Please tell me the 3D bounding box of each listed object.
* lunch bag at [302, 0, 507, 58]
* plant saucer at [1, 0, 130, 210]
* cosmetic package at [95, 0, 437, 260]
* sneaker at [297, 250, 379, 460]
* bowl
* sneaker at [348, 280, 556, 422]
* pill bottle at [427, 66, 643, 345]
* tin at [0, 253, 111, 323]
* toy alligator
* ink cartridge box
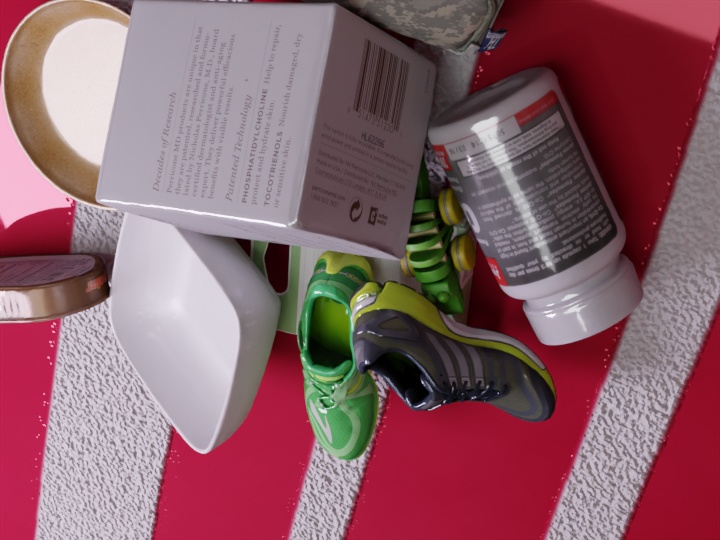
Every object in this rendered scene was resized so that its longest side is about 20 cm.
[{"bbox_3d":[0.031,-0.259,1.049,0.197,0.140,0.169,14,132,-11],"label":"lunch bag"},{"bbox_3d":[-0.237,-0.156,1.294,0.197,0.035,0.203,10,117,20],"label":"plant saucer"},{"bbox_3d":[-0.071,-0.111,1.114,0.198,0.167,0.169,8,86,33],"label":"cosmetic package"},{"bbox_3d":[-0.028,0.082,1.230,0.073,0.084,0.203,7,118,18],"label":"sneaker"},{"bbox_3d":[-0.147,0.039,1.286,0.200,0.074,0.201,48,137,29],"label":"bowl"},{"bbox_3d":[0.073,0.087,1.166,0.198,0.082,0.074,24,140,-14],"label":"sneaker"},{"bbox_3d":[0.144,-0.049,1.130,0.113,0.114,0.202,-20,104,30],"label":"pill bottle"},{"bbox_3d":[-0.337,0.016,1.376,0.197,0.112,0.043,-2,104,23],"label":"tin"},{"bbox_3d":[0.063,0.000,1.173,0.059,0.054,0.203,-7,110,24],"label":"toy alligator"},{"bbox_3d":[0.000,0.000,1.256,0.197,0.048,0.147,14,118,18],"label":"ink cartridge box"}]
